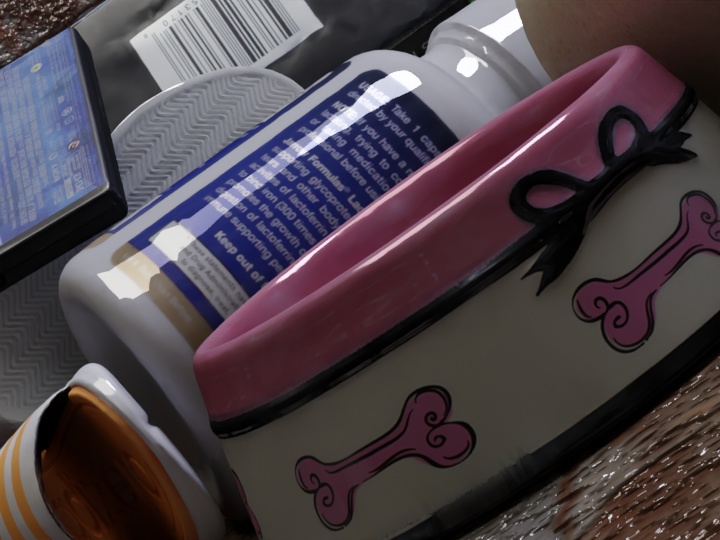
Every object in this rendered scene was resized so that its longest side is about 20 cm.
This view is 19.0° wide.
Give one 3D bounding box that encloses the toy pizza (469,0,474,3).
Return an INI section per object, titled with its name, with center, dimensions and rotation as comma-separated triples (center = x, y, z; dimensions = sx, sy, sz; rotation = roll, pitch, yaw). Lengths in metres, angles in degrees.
[toy pizza]
center = 0.055, -0.129, 1.242
dimensions = 0.032, 0.201, 0.200
rotation = 1, 12, 7

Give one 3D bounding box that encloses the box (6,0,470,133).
[box]
center = -0.032, -0.068, 1.032
dimensions = 0.196, 0.118, 0.200
rotation = -35, -27, 2

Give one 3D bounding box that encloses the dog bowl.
[dog bowl]
center = 0.035, 0.007, 0.652
dimensions = 0.200, 0.074, 0.200
rotation = -36, 6, 4

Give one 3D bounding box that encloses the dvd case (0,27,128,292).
[dvd case]
center = -0.188, -0.012, 0.862
dimensions = 0.199, 0.018, 0.143
rotation = -30, 34, 5

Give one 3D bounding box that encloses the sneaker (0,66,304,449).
[sneaker]
center = -0.102, 0.001, 0.896
dimensions = 0.200, 0.074, 0.116
rotation = -44, -3, -28

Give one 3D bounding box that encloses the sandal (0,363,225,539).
[sandal]
center = -0.107, 0.097, 0.791
dimensions = 0.059, 0.079, 0.207
rotation = -39, -2, -25

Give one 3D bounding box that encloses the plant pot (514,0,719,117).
[plant pot]
center = 0.137, -0.126, 0.686
dimensions = 0.200, 0.201, 0.184
rotation = -38, -5, -24

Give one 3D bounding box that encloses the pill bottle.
[pill bottle]
center = -0.002, -0.010, 0.797
dimensions = 0.200, 0.116, 0.116
rotation = -37, 6, -16
